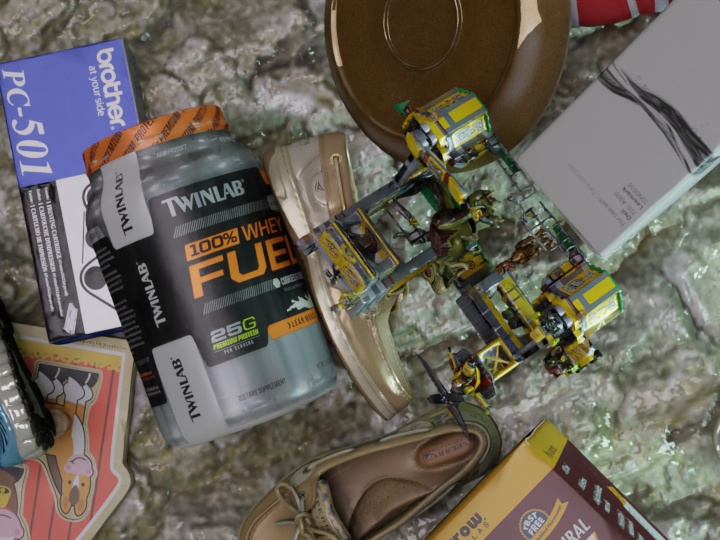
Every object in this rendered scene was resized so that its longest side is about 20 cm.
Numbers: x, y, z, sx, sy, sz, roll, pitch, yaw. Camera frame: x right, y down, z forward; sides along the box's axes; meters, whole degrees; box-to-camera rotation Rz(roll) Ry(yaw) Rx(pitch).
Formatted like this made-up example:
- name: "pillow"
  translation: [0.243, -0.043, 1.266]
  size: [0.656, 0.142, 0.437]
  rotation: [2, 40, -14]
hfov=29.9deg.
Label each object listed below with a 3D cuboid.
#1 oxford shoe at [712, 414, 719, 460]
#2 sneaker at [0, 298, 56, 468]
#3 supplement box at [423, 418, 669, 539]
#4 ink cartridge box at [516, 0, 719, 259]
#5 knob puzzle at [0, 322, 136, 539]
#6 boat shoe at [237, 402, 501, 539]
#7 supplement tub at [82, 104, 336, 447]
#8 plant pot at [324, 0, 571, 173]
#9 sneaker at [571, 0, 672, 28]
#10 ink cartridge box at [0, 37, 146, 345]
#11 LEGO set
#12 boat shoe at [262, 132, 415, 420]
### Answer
- name: "oxford shoe"
  translation: [0.325, 0.120, 0.854]
  size: [0.199, 0.058, 0.075]
  rotation: [13, 93, 12]
- name: "sneaker"
  translation: [-0.288, 0.054, 0.933]
  size: [0.090, 0.078, 0.200]
  rotation: [-28, 63, -5]
- name: "supplement box"
  translation: [0.132, 0.211, 0.814]
  size: [0.200, 0.197, 0.133]
  rotation: [44, 96, 10]
- name: "ink cartridge box"
  translation: [0.204, -0.112, 0.806]
  size: [0.084, 0.146, 0.200]
  rotation: [49, 120, 8]
- name: "knob puzzle"
  translation: [-0.260, 0.138, 0.975]
  size: [0.219, 0.030, 0.220]
  rotation: [0, 88, 10]
- name: "boat shoe"
  translation: [0.000, 0.149, 0.909]
  size: [0.200, 0.063, 0.073]
  rotation: [-32, 83, 8]
- name: "supplement tub"
  translation: [-0.102, 0.003, 0.875]
  size: [0.122, 0.123, 0.201]
  rotation: [-21, 91, 9]
- name: "plant pot"
  translation: [0.045, -0.162, 0.879]
  size: [0.200, 0.027, 0.201]
  rotation: [9, 103, 40]
- name: "sneaker"
  translation: [0.174, -0.263, 0.887]
  size: [0.112, 0.071, 0.201]
  rotation: [-2, 95, 14]
- name: "ink cartridge box"
  translation: [-0.190, -0.054, 0.955]
  size: [0.094, 0.044, 0.201]
  rotation: [-12, 86, 0]
- name: "LEGO set"
  translation: [0.048, 0.003, 0.816]
  size: [0.116, 0.154, 0.200]
  rotation: [-33, 90, -25]
- name: "boat shoe"
  translation: [0.000, 0.000, 0.909]
  size: [0.069, 0.074, 0.200]
  rotation: [-23, 88, 4]
